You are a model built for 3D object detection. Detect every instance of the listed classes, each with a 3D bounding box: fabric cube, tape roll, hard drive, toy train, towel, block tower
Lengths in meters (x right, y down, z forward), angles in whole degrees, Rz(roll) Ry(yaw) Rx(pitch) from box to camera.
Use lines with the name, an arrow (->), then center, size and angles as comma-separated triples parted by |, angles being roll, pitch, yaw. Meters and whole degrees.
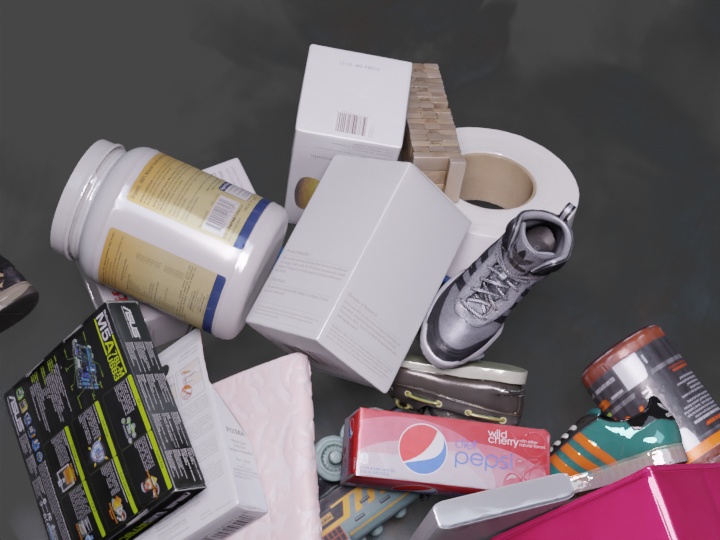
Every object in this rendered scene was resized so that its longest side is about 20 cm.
fabric cube -> 0.276, 0.306, 1.150 | 0.200, 0.196, 0.200 | 7, 58, -46
tape roll -> 0.138, -0.075, 1.377 | 0.202, 0.071, 0.203 | 4, 41, -4
hard drive -> 0.115, 0.247, 1.190 | 0.131, 0.200, 0.027 | -11, 67, -13
toy train -> -0.016, 0.223, 1.253 | 0.200, 0.085, 0.114 | -32, 85, -22
towel -> -0.118, 0.200, 1.208 | 0.032, 0.191, 0.201 | 25, 51, -48
block tower -> 0.070, -0.158, 1.366 | 0.058, 0.054, 0.200 | -1, 41, -9

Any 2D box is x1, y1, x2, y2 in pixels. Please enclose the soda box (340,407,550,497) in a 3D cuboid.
soda box -> 0.084, 0.184, 1.212 | 0.199, 0.063, 0.070 | 8, 70, -13

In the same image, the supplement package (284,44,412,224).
supplement package -> -0.017, -0.135, 1.348 | 0.113, 0.200, 0.110 | 9, 63, -3

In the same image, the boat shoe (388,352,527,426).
boat shoe -> 0.068, 0.118, 1.264 | 0.200, 0.072, 0.061 | 6, 94, 19

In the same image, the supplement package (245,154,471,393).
supplement package -> 0.000, 0.000, 1.230 | 0.117, 0.117, 0.200 | 39, 72, -39

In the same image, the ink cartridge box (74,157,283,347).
ink cartridge box -> -0.195, -0.014, 1.329 | 0.199, 0.084, 0.145 | -22, 70, -17

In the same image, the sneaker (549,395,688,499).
sneaker -> 0.231, 0.188, 1.274 | 0.199, 0.071, 0.080 | -20, 72, 17

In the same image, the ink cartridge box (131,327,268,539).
ink cartridge box -> -0.182, 0.181, 1.218 | 0.160, 0.047, 0.201 | -35, 53, 25

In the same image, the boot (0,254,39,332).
boot -> -0.455, 0.019, 1.281 | 0.200, 0.073, 0.151 | -30, 74, -24

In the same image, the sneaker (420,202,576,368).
sneaker -> 0.136, 0.007, 1.205 | 0.075, 0.114, 0.200 | 42, 71, 6

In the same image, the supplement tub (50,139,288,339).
supplement tub -> -0.186, -0.034, 1.213 | 0.199, 0.145, 0.145 | 24, 64, 2

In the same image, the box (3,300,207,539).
box -> -0.252, 0.161, 1.189 | 0.047, 0.193, 0.201 | 5, 54, -53

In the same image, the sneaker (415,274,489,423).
sneaker -> 0.098, 0.095, 1.323 | 0.077, 0.085, 0.201 | -11, 68, -13

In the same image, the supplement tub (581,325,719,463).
supplement tub -> 0.331, 0.164, 1.314 | 0.107, 0.107, 0.200 | -28, 72, -19
